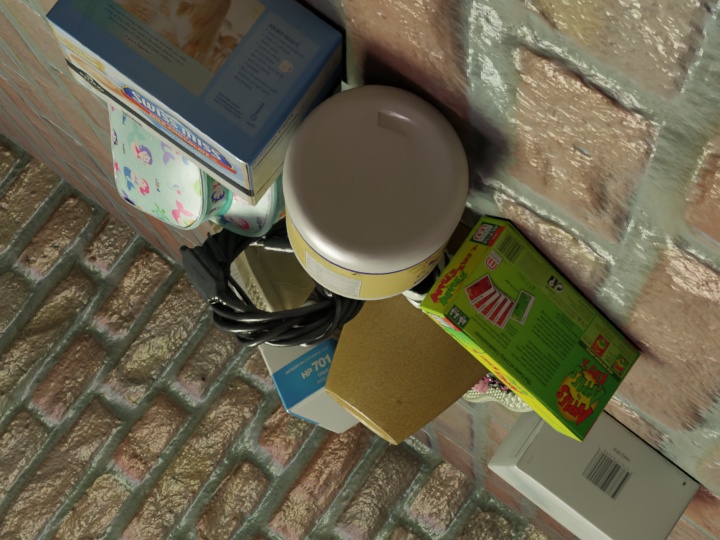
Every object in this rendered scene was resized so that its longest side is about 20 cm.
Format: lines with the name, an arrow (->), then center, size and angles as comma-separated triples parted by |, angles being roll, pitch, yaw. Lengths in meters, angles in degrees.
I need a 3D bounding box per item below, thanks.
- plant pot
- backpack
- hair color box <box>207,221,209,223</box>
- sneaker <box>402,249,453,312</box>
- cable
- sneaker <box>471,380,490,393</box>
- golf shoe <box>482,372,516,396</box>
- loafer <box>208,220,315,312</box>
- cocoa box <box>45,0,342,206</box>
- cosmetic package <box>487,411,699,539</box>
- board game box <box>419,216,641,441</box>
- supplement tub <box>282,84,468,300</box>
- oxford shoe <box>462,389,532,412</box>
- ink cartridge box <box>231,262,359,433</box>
plant pot -> 0.056, 0.065, 1.330 | 0.185, 0.201, 0.187 | 37, 171, 7
backpack -> -0.135, -0.125, 1.229 | 0.198, 0.150, 0.180 | 24, 131, 27
hair color box -> -0.190, -0.136, 1.572 | 0.060, 0.101, 0.200 | 27, 166, 49
sneaker -> 0.020, -0.045, 1.231 | 0.200, 0.074, 0.080 | 45, -175, 13
cable -> -0.068, 0.011, 1.227 | 0.200, 0.161, 0.051 | 41, 134, 46
sneaker -> 0.108, 0.105, 1.507 | 0.198, 0.071, 0.082 | -3, -144, -41
golf shoe -> 0.150, 0.081, 1.467 | 0.198, 0.093, 0.072 | 20, 156, -23
loafer -> -0.109, -0.043, 1.371 | 0.202, 0.068, 0.076 | 65, 161, 1
cocoa box -> -0.128, -0.173, 1.061 | 0.199, 0.134, 0.131 | 36, 170, 5
cosmetic package -> 0.283, 0.257, 1.649 | 0.198, 0.124, 0.200 | 37, 172, 2
board game box -> 0.157, 0.054, 1.201 | 0.200, 0.102, 0.047 | 41, 170, -25
supplement tub -> 0.009, -0.055, 1.086 | 0.145, 0.146, 0.200 | 36, 171, 5
oxford shoe -> 0.187, 0.133, 1.628 | 0.057, 0.077, 0.199 | -4, 178, -23
ink cartridge box -> -0.059, 0.066, 1.474 | 0.202, 0.085, 0.146 | 65, -166, 24
